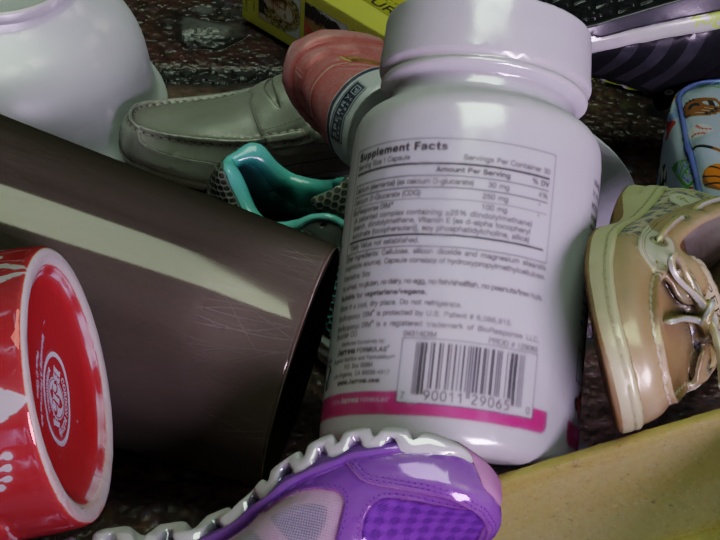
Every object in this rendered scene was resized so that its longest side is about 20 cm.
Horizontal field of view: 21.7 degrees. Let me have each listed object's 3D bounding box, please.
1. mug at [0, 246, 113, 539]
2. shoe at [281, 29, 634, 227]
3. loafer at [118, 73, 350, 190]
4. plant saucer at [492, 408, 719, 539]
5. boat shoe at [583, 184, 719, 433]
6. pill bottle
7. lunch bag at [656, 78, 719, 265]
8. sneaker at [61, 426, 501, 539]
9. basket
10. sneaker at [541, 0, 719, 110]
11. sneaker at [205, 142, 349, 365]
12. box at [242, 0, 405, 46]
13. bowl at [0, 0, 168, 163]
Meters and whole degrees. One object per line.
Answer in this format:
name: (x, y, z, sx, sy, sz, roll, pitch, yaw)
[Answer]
mug: (-0.202, 0.082, 0.731, 0.198, 0.179, 0.133, -11, 1, 7)
shoe: (0.053, -0.069, 0.979, 0.199, 0.072, 0.091, 19, 17, -35)
loafer: (-0.034, -0.085, 1.034, 0.198, 0.070, 0.070, -3, 36, -11)
plant saucer: (0.064, 0.154, 0.693, 0.199, 0.049, 0.201, -20, 30, 24)
boat shoe: (0.137, 0.006, 0.812, 0.062, 0.074, 0.200, -7, 22, 17)
pill bottle: (0.047, -0.012, 0.826, 0.112, 0.113, 0.202, 6, 76, 3)
lunch bag: (0.239, -0.024, 0.982, 0.159, 0.076, 0.201, 6, 36, -1)
sneaker: (-0.035, 0.130, 0.711, 0.199, 0.081, 0.089, -23, 42, 12)
basket: (-0.119, 0.013, 0.843, 0.198, 0.180, 0.137, 18, 78, 4)
sneaker: (0.154, -0.120, 1.050, 0.198, 0.083, 0.072, -10, 34, 2)
sneaker: (0.000, 0.000, 0.909, 0.199, 0.092, 0.078, 20, 40, 20)
box: (0.019, -0.145, 1.138, 0.075, 0.050, 0.200, -27, 47, -34)
bowl: (-0.207, -0.128, 1.061, 0.199, 0.091, 0.202, 3, 37, -2)
